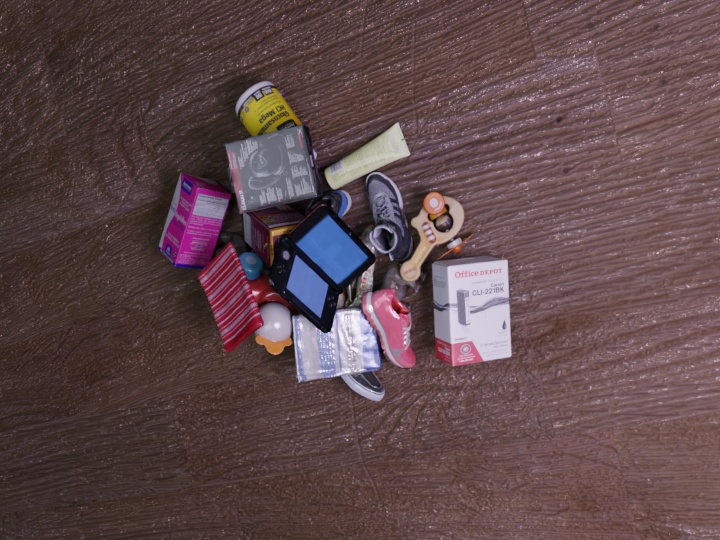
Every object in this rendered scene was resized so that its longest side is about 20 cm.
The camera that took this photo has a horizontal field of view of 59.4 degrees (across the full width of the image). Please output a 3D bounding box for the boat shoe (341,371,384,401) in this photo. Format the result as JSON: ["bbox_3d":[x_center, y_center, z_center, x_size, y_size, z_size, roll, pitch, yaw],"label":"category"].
[{"bbox_3d":[-0.014,0.214,1.461,0.199,0.072,0.072,41,114,14],"label":"boat shoe"}]

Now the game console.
[{"bbox_3d":[-0.074,0.000,1.310,0.116,0.176,0.200,-18,133,34],"label":"game console"}]

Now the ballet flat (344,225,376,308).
[{"bbox_3d":[0.000,0.000,1.424,0.062,0.075,0.207,1,99,-20],"label":"ballet flat"}]

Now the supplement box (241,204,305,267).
[{"bbox_3d":[-0.184,-0.084,1.412,0.199,0.108,0.088,35,129,54],"label":"supplement box"}]

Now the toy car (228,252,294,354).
[{"bbox_3d":[-0.217,0.099,1.419,0.172,0.203,0.187,7,132,-21],"label":"toy car"}]

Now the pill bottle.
[{"bbox_3d":[-0.189,-0.318,1.440,0.112,0.112,0.202,-39,83,21],"label":"pill bottle"}]

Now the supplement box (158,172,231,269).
[{"bbox_3d":[-0.406,-0.119,1.544,0.100,0.102,0.205,34,108,40],"label":"supplement box"}]

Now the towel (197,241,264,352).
[{"bbox_3d":[-0.289,0.062,1.391,0.144,0.022,0.204,-36,72,36],"label":"towel"}]

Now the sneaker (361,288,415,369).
[{"bbox_3d":[0.080,0.127,1.360,0.085,0.074,0.203,-21,110,28],"label":"sneaker"}]

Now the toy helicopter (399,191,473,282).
[{"bbox_3d":[0.155,-0.060,1.345,0.130,0.079,0.203,32,95,1],"label":"toy helicopter"}]

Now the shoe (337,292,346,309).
[{"bbox_3d":[-0.078,0.120,1.453,0.068,0.053,0.207,1,76,30],"label":"shoe"}]

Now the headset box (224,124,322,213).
[{"bbox_3d":[-0.194,-0.213,1.353,0.194,0.077,0.154,-12,96,8],"label":"headset box"}]

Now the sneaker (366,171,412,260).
[{"bbox_3d":[0.052,-0.118,1.369,0.074,0.113,0.205,-20,89,22],"label":"sneaker"}]

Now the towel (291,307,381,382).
[{"bbox_3d":[-0.054,0.161,1.400,0.193,0.024,0.152,-7,95,-6],"label":"towel"}]

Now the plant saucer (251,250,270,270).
[{"bbox_3d":[-0.186,0.008,1.533,0.196,0.019,0.071,29,106,15],"label":"plant saucer"}]

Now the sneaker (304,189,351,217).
[{"bbox_3d":[-0.103,-0.095,1.435,0.077,0.111,0.201,43,110,10],"label":"sneaker"}]

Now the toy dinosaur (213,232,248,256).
[{"bbox_3d":[-0.307,-0.037,1.553,0.101,0.076,0.203,-36,52,20],"label":"toy dinosaur"}]

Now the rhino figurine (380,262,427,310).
[{"bbox_3d":[0.070,0.074,1.417,0.086,0.060,0.204,29,113,11],"label":"rhino figurine"}]

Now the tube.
[{"bbox_3d":[0.013,-0.246,1.407,0.196,0.053,0.058,-27,120,19],"label":"tube"}]

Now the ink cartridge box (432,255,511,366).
[{"bbox_3d":[0.230,0.080,1.306,0.140,0.083,0.207,-6,96,-18],"label":"ink cartridge box"}]
